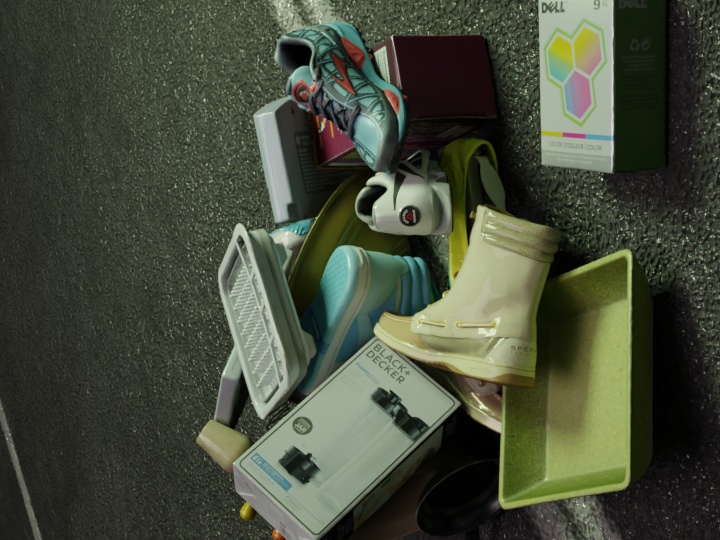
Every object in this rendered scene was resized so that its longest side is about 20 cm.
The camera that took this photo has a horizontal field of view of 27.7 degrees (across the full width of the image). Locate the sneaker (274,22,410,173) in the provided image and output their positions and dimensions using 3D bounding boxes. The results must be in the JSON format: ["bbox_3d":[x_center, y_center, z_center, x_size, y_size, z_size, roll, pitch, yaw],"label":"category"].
[{"bbox_3d":[-0.025,-0.159,1.382,0.201,0.095,0.080,59,142,41],"label":"sneaker"}]

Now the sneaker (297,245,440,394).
[{"bbox_3d":[0.012,0.059,1.491,0.201,0.129,0.080,118,146,-44],"label":"sneaker"}]

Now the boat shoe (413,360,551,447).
[{"bbox_3d":[0.128,0.109,1.413,0.199,0.071,0.065,31,102,42],"label":"boat shoe"}]

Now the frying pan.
[{"bbox_3d":[0.120,0.237,1.464,0.190,0.115,0.031,47,-170,-50],"label":"frying pan"}]

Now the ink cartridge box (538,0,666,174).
[{"bbox_3d":[0.202,-0.186,1.225,0.104,0.059,0.202,16,109,60],"label":"ink cartridge box"}]

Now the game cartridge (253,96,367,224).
[{"bbox_3d":[-0.051,-0.124,1.580,0.040,0.200,0.135,-7,93,25],"label":"game cartridge"}]

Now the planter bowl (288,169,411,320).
[{"bbox_3d":[0.000,0.000,1.572,0.083,0.200,0.202,25,126,14],"label":"planter bowl"}]

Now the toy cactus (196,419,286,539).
[{"bbox_3d":[-0.115,0.235,1.645,0.164,0.103,0.200,34,163,5],"label":"toy cactus"}]

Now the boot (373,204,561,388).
[{"bbox_3d":[0.098,0.015,1.353,0.199,0.072,0.157,14,93,53],"label":"boot"}]

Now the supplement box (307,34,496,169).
[{"bbox_3d":[0.037,-0.168,1.483,0.200,0.109,0.087,-22,75,60],"label":"supplement box"}]

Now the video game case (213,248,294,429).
[{"bbox_3d":[-0.128,0.097,1.700,0.201,0.022,0.183,108,-177,-57],"label":"video game case"}]

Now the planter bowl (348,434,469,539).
[{"bbox_3d":[0.011,0.190,1.517,0.201,0.199,0.136,-56,46,51],"label":"planter bowl"}]

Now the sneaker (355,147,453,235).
[{"bbox_3d":[0.037,-0.075,1.414,0.200,0.088,0.075,-100,5,-81],"label":"sneaker"}]

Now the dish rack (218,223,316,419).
[{"bbox_3d":[-0.095,0.052,1.494,0.200,0.043,0.173,128,126,-68],"label":"dish rack"}]

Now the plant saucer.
[{"bbox_3d":[0.194,0.103,1.274,0.200,0.047,0.202,-27,56,60],"label":"plant saucer"}]

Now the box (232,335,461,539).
[{"bbox_3d":[-0.012,0.167,1.384,0.116,0.200,0.060,39,153,23],"label":"box"}]

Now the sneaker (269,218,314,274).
[{"bbox_3d":[-0.087,0.007,1.802,0.081,0.076,0.200,63,153,21],"label":"sneaker"}]

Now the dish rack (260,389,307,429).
[{"bbox_3d":[-0.061,0.203,1.726,0.153,0.054,0.201,13,137,60],"label":"dish rack"}]

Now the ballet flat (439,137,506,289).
[{"bbox_3d":[0.119,-0.032,1.413,0.067,0.066,0.202,-16,80,51],"label":"ballet flat"}]
